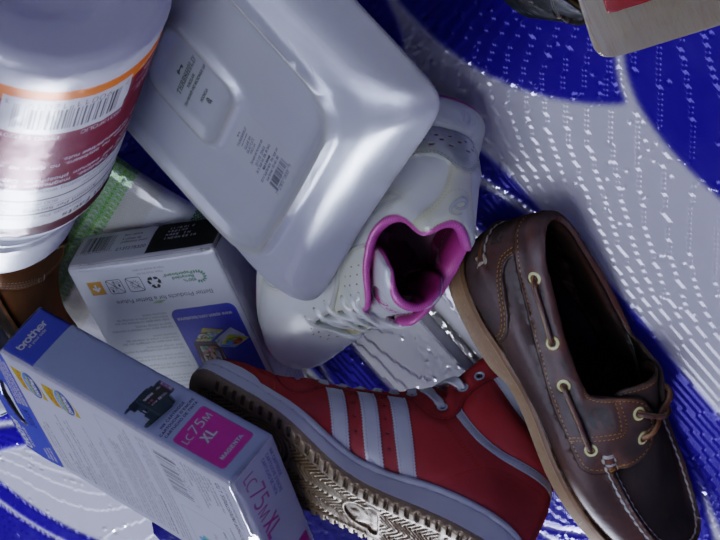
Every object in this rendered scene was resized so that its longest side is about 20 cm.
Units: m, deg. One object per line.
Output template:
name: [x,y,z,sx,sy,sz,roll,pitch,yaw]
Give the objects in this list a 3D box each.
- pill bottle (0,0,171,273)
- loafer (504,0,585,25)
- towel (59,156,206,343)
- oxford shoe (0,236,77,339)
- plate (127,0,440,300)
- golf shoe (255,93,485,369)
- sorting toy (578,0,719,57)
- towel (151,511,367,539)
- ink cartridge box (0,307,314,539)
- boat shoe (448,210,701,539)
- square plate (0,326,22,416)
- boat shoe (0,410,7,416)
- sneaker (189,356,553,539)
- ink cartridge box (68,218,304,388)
pill bottle: [-0.159,-0.085,0.839,0.114,0.114,0.200,39,147,3]
loafer: [0.059,-0.196,0.772,0.072,0.072,0.201,-32,110,0]
towel: [-0.189,-0.035,1.055,0.199,0.031,0.149,33,130,-6]
oxford shoe: [-0.184,-0.016,1.010,0.072,0.071,0.201,56,168,47]
plate: [-0.068,-0.092,0.854,0.200,0.032,0.200,47,148,8]
golf shoe: [0.000,0.000,0.932,0.075,0.092,0.201,11,138,-22]
sorting toy: [0.154,-0.192,0.682,0.197,0.070,0.202,-16,112,14]
towel: [-0.008,0.172,1.067,0.147,0.050,0.200,-35,110,30]
ink cartridge box: [-0.118,0.091,0.983,0.199,0.042,0.120,23,150,29]
boat shoe: [0.119,0.063,0.921,0.070,0.070,0.201,-23,106,41]
square plate: [-0.280,-0.009,1.060,0.199,0.029,0.199,19,145,34]
boat shoe: [-0.285,0.066,1.189,0.198,0.072,0.071,14,138,34]
sneaker: [0.015,0.078,0.967,0.199,0.113,0.072,28,147,13]
ink cartridge box: [-0.083,0.061,1.050,0.094,0.037,0.201,-7,124,24]
